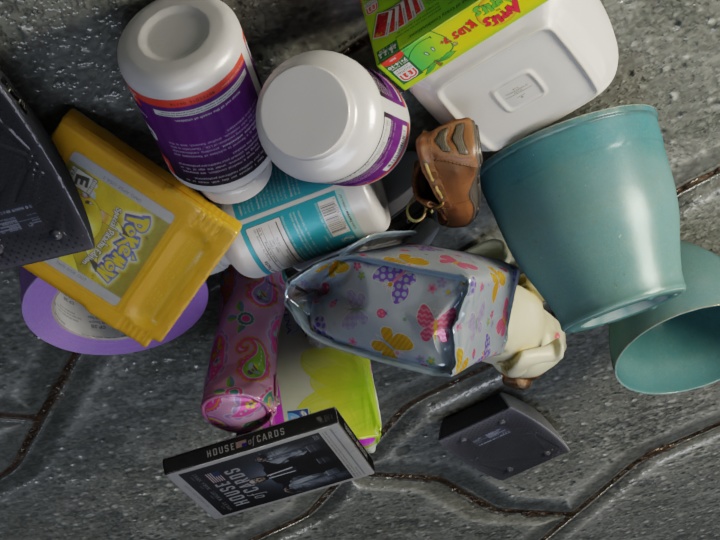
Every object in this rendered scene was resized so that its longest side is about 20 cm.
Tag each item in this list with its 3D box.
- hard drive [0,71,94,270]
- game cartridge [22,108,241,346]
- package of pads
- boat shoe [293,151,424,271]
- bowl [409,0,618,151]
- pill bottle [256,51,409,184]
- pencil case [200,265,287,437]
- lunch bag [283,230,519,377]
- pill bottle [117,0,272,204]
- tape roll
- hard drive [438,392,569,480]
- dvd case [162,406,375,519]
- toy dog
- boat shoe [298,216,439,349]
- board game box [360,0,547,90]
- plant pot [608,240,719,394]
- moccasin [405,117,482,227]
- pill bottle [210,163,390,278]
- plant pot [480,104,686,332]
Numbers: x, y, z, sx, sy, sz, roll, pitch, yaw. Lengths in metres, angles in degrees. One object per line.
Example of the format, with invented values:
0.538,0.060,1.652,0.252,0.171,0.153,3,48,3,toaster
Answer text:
-0.339,-0.093,1.233,0.134,0.042,0.201,-13,128,16,hard drive
-0.243,-0.035,1.314,0.200,0.032,0.177,34,118,-7,game cartridge
-0.061,0.122,1.558,0.154,0.201,0.068,-7,152,-10,package of pads
0.012,-0.054,1.455,0.200,0.070,0.066,-39,137,22,boat shoe
0.144,-0.198,1.283,0.199,0.075,0.200,-28,143,19,bowl
-0.026,-0.134,1.196,0.112,0.113,0.200,-21,177,12,pill bottle
-0.125,0.083,1.480,0.087,0.201,0.088,2,143,2,pencil case
0.040,0.024,1.357,0.199,0.128,0.169,12,-171,24,lunch bag
-0.141,-0.149,1.223,0.112,0.113,0.200,-14,145,3,pill bottle
-0.268,0.012,1.454,0.199,0.066,0.201,-9,146,-6,tape roll
0.209,0.243,1.956,0.134,0.043,0.200,-28,143,21,hard drive
-0.098,0.216,1.476,0.199,0.025,0.150,-18,147,8,dvd case
0.169,0.077,1.628,0.193,0.140,0.200,-21,147,35,toy dog
0.000,0.000,1.515,0.200,0.071,0.072,-43,169,3,boat shoe
0.097,-0.254,1.161,0.199,0.102,0.048,-30,143,23,board game box
0.392,0.044,1.651,0.199,0.135,0.201,-9,145,-6,plant pot
0.080,-0.089,1.324,0.077,0.074,0.201,-6,169,3,moccasin
-0.077,-0.061,1.372,0.199,0.111,0.111,-19,145,10,pill bottle
0.241,-0.043,1.376,0.199,0.189,0.200,-18,170,-3,plant pot
